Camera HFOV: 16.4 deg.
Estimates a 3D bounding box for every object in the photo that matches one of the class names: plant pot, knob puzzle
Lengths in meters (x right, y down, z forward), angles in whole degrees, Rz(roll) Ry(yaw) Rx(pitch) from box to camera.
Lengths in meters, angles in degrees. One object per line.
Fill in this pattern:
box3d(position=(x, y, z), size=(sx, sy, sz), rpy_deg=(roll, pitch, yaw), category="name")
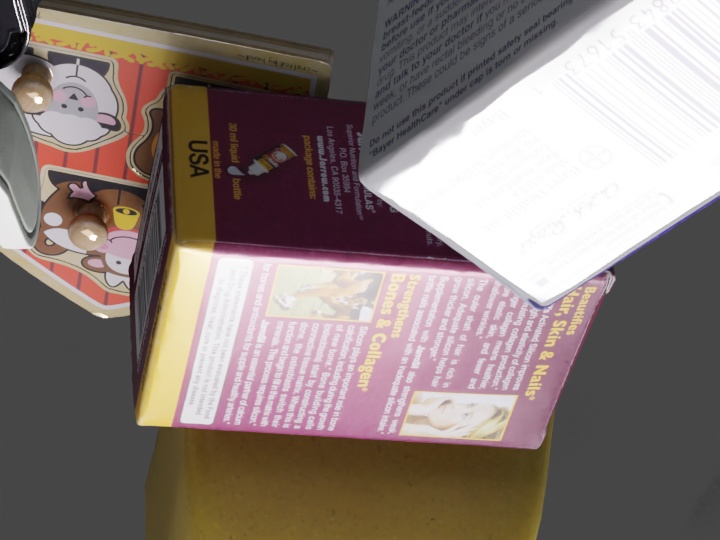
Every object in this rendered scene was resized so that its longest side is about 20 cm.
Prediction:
box3d(position=(-0.011, 0.150, 1.250), size=(0.193, 0.201, 0.196), rpy_deg=(8, 138, -7), category="plant pot")
box3d(position=(-0.114, -0.040, 1.200), size=(0.218, 0.031, 0.221), rpy_deg=(4, 137, 4), category="knob puzzle")

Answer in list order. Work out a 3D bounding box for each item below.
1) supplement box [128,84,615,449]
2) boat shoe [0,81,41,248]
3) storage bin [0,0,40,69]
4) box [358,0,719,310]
box3d(position=(0.000, 0.000, 1.148), size=(0.198, 0.104, 0.131), rpy_deg=(5, 137, -13), category="supplement box")
box3d(position=(-0.179, -0.077, 1.003), size=(0.060, 0.076, 0.201), rpy_deg=(-5, 135, 6), category="boat shoe")
box3d(position=(-0.235, -0.161, 1.044), size=(0.198, 0.094, 0.136), rpy_deg=(0, 136, 9), category="storage bin")
box3d(position=(0.102, -0.120, 0.957), size=(0.105, 0.201, 0.184), rpy_deg=(34, 131, -27), category="box")
